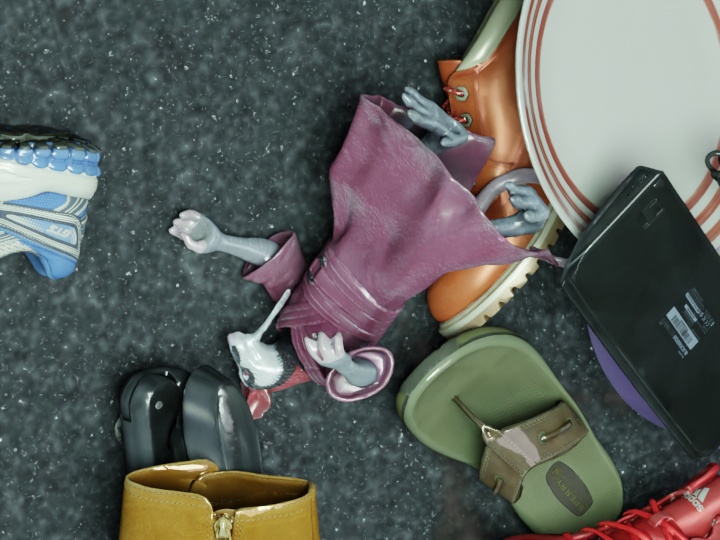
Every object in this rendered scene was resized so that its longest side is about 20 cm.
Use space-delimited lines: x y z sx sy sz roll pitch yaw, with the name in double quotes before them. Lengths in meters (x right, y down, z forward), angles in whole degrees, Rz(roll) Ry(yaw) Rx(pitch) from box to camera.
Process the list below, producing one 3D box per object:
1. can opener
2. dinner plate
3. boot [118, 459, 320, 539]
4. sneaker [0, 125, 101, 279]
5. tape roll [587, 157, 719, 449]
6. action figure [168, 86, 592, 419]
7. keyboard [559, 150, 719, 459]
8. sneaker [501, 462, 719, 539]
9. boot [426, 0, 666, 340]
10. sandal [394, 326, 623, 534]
"can opener" -0.092 0.142 1.127 0.063 0.079 0.202 -13 114 -28
"dinner plate" 0.146 -0.099 1.126 0.199 0.024 0.202 0 89 -42
"boot" -0.113 0.169 1.085 0.199 0.071 0.145 -7 110 0
"sneaker" -0.219 -0.021 1.031 0.199 0.077 0.086 -2 103 -25
"tape roll" 0.235 0.007 1.252 0.199 0.085 0.202 -5 101 -26
"action figure" 0.000 0.000 1.125 0.148 0.134 0.200 8 131 -48
"keyboard" 0.181 0.009 1.132 0.127 0.021 0.200 -46 136 -5
"sneaker" 0.148 0.146 1.192 0.116 0.078 0.199 -50 152 19
"boot" 0.073 -0.063 1.178 0.107 0.075 0.201 30 89 -9
"sandal" 0.096 0.098 1.190 0.080 0.057 0.201 -46 129 3
